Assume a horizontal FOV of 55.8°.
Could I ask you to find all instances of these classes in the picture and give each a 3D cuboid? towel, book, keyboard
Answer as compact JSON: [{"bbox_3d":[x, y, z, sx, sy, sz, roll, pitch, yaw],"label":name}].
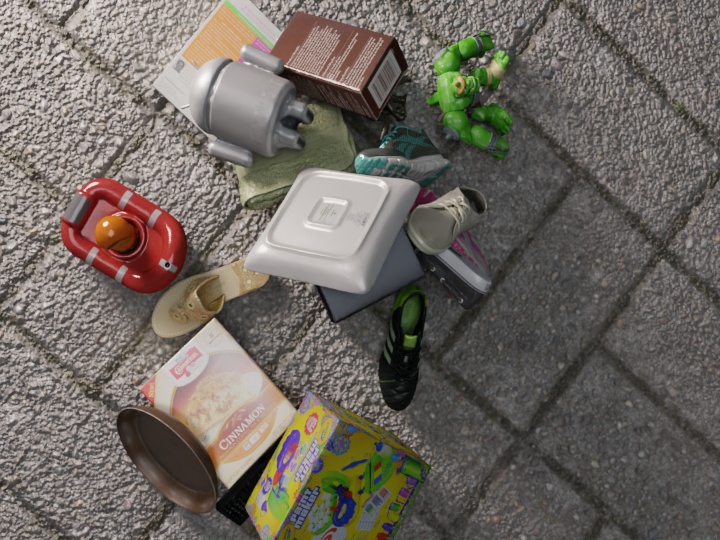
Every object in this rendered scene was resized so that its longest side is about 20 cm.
[{"bbox_3d":[-0.107,-0.184,1.063,0.195,0.037,0.151,-20,65,-2],"label":"towel"},{"bbox_3d":[-0.213,-0.320,1.077,0.133,0.048,0.201,41,87,-7],"label":"book"},{"bbox_3d":[-0.124,0.320,1.056,0.200,0.040,0.105,-45,136,-6],"label":"keyboard"}]

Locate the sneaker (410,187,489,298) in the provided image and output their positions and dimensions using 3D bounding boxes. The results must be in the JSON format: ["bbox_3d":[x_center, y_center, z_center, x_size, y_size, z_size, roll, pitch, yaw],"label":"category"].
[{"bbox_3d":[0.138,-0.043,1.095,0.081,0.088,0.203,-36,72,25],"label":"sneaker"}]

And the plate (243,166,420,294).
[{"bbox_3d":[-0.040,-0.069,0.923,0.196,0.033,0.202,11,54,26],"label":"plate"}]

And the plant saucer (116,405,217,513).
[{"bbox_3d":[-0.283,0.277,1.018,0.201,0.200,0.032,48,48,-2],"label":"plant saucer"}]

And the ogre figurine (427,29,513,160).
[{"bbox_3d":[0.176,-0.280,1.091,0.117,0.098,0.206,-7,106,-23],"label":"ogre figurine"}]

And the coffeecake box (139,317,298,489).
[{"bbox_3d":[-0.214,0.201,1.052,0.153,0.073,0.201,-43,93,-12],"label":"coffeecake box"}]

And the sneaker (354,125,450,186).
[{"bbox_3d":[0.053,-0.180,1.054,0.077,0.198,0.093,-38,72,37],"label":"sneaker"}]

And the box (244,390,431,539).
[{"bbox_3d":[-0.034,0.325,1.020,0.191,0.121,0.203,33,86,-29],"label":"box"}]

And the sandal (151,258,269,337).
[{"bbox_3d":[-0.239,0.036,1.059,0.208,0.070,0.079,-27,90,-5],"label":"sandal"}]

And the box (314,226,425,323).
[{"bbox_3d":[0.000,0.000,1.015,0.145,0.200,0.106,-26,89,-4],"label":"box"}]

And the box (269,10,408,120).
[{"bbox_3d":[-0.038,-0.308,1.017,0.197,0.075,0.101,28,81,30],"label":"box"}]

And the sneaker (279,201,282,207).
[{"bbox_3d":[-0.050,-0.116,1.075,0.199,0.078,0.116,-39,87,-14],"label":"sneaker"}]

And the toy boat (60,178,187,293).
[{"bbox_3d":[-0.357,-0.051,1.019,0.197,0.131,0.133,31,88,-4],"label":"toy boat"}]

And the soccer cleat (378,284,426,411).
[{"bbox_3d":[0.069,0.124,1.081,0.066,0.081,0.206,8,91,-4],"label":"soccer cleat"}]

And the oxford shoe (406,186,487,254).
[{"bbox_3d":[0.128,-0.079,0.990,0.058,0.199,0.076,-41,83,38],"label":"oxford shoe"}]

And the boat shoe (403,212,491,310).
[{"bbox_3d":[0.107,-0.018,1.028,0.199,0.070,0.067,41,107,17],"label":"boat shoe"}]

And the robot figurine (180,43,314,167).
[{"bbox_3d":[-0.169,-0.242,1.005,0.195,0.113,0.174,20,90,6],"label":"robot figurine"}]

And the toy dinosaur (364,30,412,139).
[{"bbox_3d":[0.026,-0.275,1.068,0.099,0.077,0.205,11,65,-3],"label":"toy dinosaur"}]
